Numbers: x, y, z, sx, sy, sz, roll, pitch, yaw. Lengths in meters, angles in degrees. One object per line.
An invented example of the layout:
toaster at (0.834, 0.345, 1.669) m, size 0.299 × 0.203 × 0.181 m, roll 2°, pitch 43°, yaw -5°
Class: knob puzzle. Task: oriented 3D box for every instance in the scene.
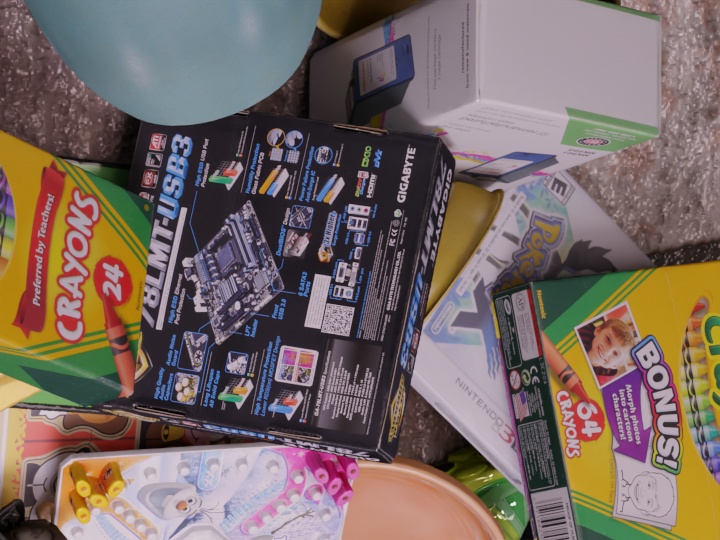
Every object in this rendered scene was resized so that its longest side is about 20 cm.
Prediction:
knob puzzle at (-0.144, 0.110, 1.573) m, size 0.218 × 0.030 × 0.221 m, roll -7°, pitch 106°, yaw -26°

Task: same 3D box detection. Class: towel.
towel at (-0.157, 0.077, 1.587) m, size 0.144 × 0.023 × 0.201 m, roll -28°, pitch 115°, yaw -19°

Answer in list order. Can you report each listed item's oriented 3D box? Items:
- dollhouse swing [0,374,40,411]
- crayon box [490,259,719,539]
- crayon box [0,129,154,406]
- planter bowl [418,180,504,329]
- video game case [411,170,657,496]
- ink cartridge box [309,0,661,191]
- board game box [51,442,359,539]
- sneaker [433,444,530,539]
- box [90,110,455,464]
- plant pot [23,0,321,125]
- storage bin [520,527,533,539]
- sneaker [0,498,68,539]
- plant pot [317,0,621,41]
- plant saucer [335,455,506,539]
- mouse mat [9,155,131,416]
dollhouse swing at (-0.263, 0.028, 1.403) m, size 0.175 × 0.182 × 0.201 m, roll -24°, pitch 101°, yaw -1°
crayon box at (0.189, 0.101, 1.671) m, size 0.172 × 0.058 × 0.201 m, roll -6°, pitch 83°, yaw -32°
crayon box at (-0.212, -0.011, 1.409) m, size 0.199 × 0.051 × 0.128 m, roll 25°, pitch 61°, yaw -42°
planter bowl at (0.000, 0.000, 1.583) m, size 0.083 × 0.200 × 0.201 m, roll 39°, pitch 82°, yaw -7°
video game case at (0.130, 0.044, 1.696) m, size 0.182 × 0.022 × 0.200 m, roll 44°, pitch 62°, yaw -20°
ink cartridge box at (0.077, -0.113, 1.558) m, size 0.145 × 0.200 × 0.088 m, roll 9°, pitch 77°, yaw -32°
board game box at (-0.107, 0.201, 1.589) m, size 0.199 × 0.026 × 0.201 m, roll -2°, pitch 124°, yaw -20°
sneaker at (0.086, 0.174, 1.732) m, size 0.199 × 0.074 × 0.084 m, roll -20°, pitch 111°, yaw -15°
box at (-0.057, 0.004, 1.496) m, size 0.050 × 0.197 × 0.201 m, roll 43°, pitch 57°, yaw -69°
plant pot at (-0.111, -0.186, 1.443) m, size 0.200 × 0.200 × 0.162 m, roll -33°, pitch 131°, yaw -19°
storage bin at (0.194, 0.235, 1.774) m, size 0.199 × 0.134 × 0.147 m, roll 0°, pitch 104°, yaw -32°
sneaker at (-0.251, 0.179, 1.477) m, size 0.114 × 0.076 × 0.199 m, roll -45°, pitch 141°, yaw 9°
plant pot at (0.064, -0.234, 1.550) m, size 0.199 × 0.200 × 0.143 m, roll 8°, pitch 73°, yaw -32°
plant saucer at (0.005, 0.202, 1.660) m, size 0.199 × 0.038 × 0.201 m, roll 1°, pitch 121°, yaw 2°
mouse mat at (-0.151, 0.012, 1.541) m, size 0.199 × 0.008 × 0.162 m, roll 6°, pitch 83°, yaw -24°
